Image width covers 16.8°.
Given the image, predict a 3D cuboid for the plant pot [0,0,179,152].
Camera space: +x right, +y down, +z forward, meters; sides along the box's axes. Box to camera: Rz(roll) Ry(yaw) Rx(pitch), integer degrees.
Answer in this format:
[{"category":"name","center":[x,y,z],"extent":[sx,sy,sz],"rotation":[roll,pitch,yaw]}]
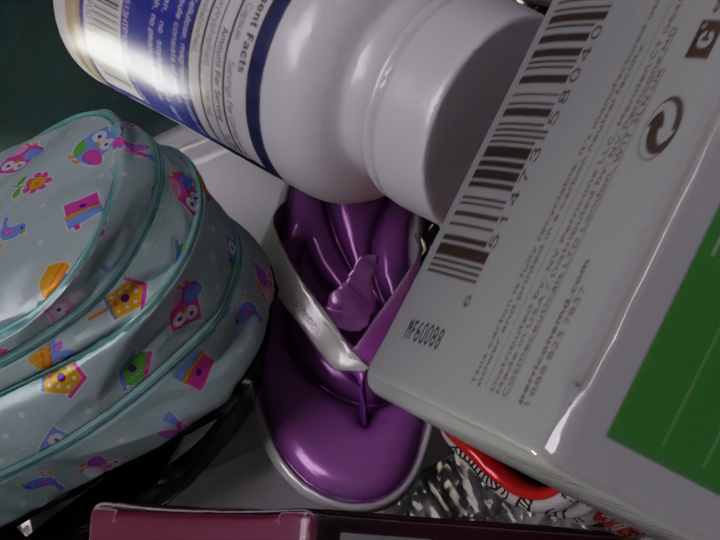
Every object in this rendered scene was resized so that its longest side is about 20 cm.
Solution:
[{"category":"plant pot","center":[-0.171,-0.131,1.121],"extent":[0.200,0.196,0.201],"rotation":[-9,76,40]}]

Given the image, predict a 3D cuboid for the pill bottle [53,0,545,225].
[{"category":"pill bottle","center":[-0.018,-0.096,0.984],"extent":[0.200,0.120,0.120],"rotation":[29,102,34]}]

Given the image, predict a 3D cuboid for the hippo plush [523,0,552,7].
[{"category":"hippo plush","center":[0.046,-0.195,0.966],"extent":[0.200,0.161,0.160],"rotation":[6,86,42]}]

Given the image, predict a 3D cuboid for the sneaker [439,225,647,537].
[{"category":"sneaker","center":[0.062,0.015,0.952],"extent":[0.067,0.108,0.202],"rotation":[-45,56,26]}]

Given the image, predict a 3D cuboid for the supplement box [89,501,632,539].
[{"category":"supplement box","center":[0.003,0.135,0.920],"extent":[0.110,0.200,0.086],"rotation":[-3,81,40]}]

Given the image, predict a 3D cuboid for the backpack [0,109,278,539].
[{"category":"backpack","center":[-0.134,0.030,0.980],"extent":[0.200,0.127,0.167],"rotation":[-26,45,18]}]

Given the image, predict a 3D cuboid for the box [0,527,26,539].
[{"category":"box","center":[-0.187,0.205,1.075],"extent":[0.198,0.123,0.201],"rotation":[38,143,38]}]

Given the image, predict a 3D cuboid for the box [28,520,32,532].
[{"category":"box","center":[-0.098,0.087,1.125],"extent":[0.137,0.039,0.201],"rotation":[-30,64,33]}]

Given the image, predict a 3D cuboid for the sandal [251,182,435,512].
[{"category":"sandal","center":[-0.008,0.000,1.012],"extent":[0.082,0.050,0.203],"rotation":[1,65,0]}]

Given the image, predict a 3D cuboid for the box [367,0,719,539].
[{"category":"box","center":[0.137,-0.004,0.780],"extent":[0.200,0.171,0.200],"rotation":[-63,16,-3]}]

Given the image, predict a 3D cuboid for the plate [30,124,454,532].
[{"category":"plate","center":[-0.077,0.023,1.072],"extent":[0.199,0.032,0.200],"rotation":[-23,68,11]}]
